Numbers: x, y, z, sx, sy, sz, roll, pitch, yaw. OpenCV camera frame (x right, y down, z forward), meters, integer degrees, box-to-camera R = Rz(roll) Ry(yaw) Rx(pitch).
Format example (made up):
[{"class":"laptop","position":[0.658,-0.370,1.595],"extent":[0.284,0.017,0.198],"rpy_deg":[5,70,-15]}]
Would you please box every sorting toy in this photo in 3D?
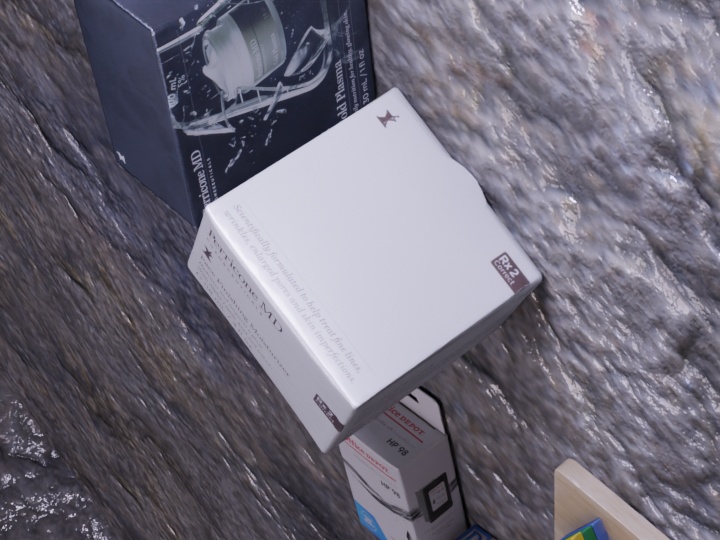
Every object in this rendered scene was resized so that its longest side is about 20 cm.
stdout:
[{"class":"sorting toy","position":[0.225,0.297,1.381],"extent":[0.200,0.069,0.200],"rpy_deg":[39,151,36]}]

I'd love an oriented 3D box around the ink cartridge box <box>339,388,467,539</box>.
[{"class":"ink cartridge box","position":[0.038,0.198,1.625],"extent":[0.116,0.067,0.201],"rpy_deg":[33,147,44]}]

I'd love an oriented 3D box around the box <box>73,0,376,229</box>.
[{"class":"box","position":[-0.103,-0.178,1.263],"extent":[0.124,0.196,0.201],"rpy_deg":[39,151,36]}]

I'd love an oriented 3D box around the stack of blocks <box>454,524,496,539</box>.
[{"class":"stack of blocks","position":[0.138,0.345,1.554],"extent":[0.200,0.115,0.059],"rpy_deg":[32,146,45]}]

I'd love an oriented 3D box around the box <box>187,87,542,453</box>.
[{"class":"box","position":[0.000,0.000,1.283],"extent":[0.199,0.199,0.131],"rpy_deg":[53,157,10]}]
